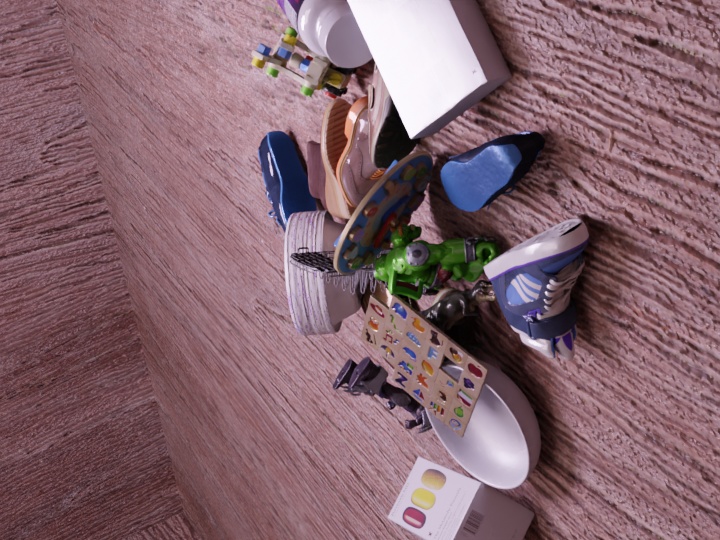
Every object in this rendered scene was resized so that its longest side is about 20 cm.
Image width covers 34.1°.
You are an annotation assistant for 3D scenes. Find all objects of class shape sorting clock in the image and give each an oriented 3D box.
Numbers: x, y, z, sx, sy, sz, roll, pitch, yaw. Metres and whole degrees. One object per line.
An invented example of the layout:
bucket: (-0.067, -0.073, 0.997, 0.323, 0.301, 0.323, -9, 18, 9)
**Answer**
shape sorting clock: (0.034, -0.075, 1.577, 0.039, 0.200, 0.200, 37, 149, 12)

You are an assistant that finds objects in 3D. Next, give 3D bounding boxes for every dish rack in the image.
dish rack: (0.000, 0.000, 1.724, 0.153, 0.199, 0.055, 21, 111, 61)

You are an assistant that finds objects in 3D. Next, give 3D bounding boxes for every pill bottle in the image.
pill bottle: (-0.043, -0.356, 1.571, 0.200, 0.111, 0.112, -121, 22, -44)

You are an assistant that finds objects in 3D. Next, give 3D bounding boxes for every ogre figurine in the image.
ogre figurine: (0.093, -0.010, 1.573, 0.200, 0.119, 0.099, -157, 71, -65)

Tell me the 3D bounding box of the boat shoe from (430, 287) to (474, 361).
boat shoe: (0.121, 0.106, 1.701, 0.076, 0.071, 0.201, -101, 14, -62)

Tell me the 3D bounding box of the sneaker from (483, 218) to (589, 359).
sneaker: (0.232, 0.030, 1.372, 0.147, 0.080, 0.200, 60, 155, 0)

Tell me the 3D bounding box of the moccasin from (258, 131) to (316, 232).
moccasin: (-0.127, -0.140, 2.036, 0.068, 0.080, 0.201, -30, 68, 54)

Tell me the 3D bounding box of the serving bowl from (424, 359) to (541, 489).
serving bowl: (0.178, 0.202, 1.629, 0.200, 0.066, 0.201, 35, 142, 33)

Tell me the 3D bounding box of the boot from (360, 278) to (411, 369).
boot: (0.063, 0.087, 1.823, 0.201, 0.073, 0.076, 58, 146, 30)

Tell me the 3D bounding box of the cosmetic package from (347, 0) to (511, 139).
cosmetic package: (0.080, -0.283, 1.414, 0.151, 0.051, 0.201, -33, 79, 51)

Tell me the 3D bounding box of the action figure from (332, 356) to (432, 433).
action figure: (0.062, 0.199, 1.819, 0.199, 0.070, 0.130, 29, 176, -22)

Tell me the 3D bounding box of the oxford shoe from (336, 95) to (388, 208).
oxford shoe: (0.014, -0.156, 1.715, 0.073, 0.071, 0.201, 45, 150, 31)

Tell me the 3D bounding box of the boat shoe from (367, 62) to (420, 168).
boat shoe: (0.046, -0.231, 1.577, 0.074, 0.075, 0.201, 59, 148, 36)

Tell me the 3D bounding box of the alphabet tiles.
alphabet tiles: (0.081, 0.122, 1.608, 0.200, 0.008, 0.168, 39, 145, 20)

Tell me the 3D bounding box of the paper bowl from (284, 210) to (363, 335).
paper bowl: (-0.054, 0.002, 1.901, 0.201, 0.104, 0.202, -6, -90, -82)

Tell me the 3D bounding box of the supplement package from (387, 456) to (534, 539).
supplement package: (0.147, 0.369, 1.761, 0.109, 0.114, 0.200, 32, 169, -22)

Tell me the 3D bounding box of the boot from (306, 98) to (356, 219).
boot: (-0.054, -0.184, 1.841, 0.166, 0.072, 0.201, 37, 138, 58)

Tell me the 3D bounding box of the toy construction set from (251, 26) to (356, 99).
toy construction set: (-0.072, -0.304, 1.681, 0.130, 0.200, 0.093, 25, 117, 0)

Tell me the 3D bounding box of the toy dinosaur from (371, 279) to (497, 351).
toy dinosaur: (0.117, 0.077, 1.613, 0.199, 0.047, 0.089, -21, 89, 26)

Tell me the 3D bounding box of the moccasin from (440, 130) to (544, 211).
moccasin: (0.162, -0.117, 1.407, 0.081, 0.068, 0.200, 63, 160, -6)
